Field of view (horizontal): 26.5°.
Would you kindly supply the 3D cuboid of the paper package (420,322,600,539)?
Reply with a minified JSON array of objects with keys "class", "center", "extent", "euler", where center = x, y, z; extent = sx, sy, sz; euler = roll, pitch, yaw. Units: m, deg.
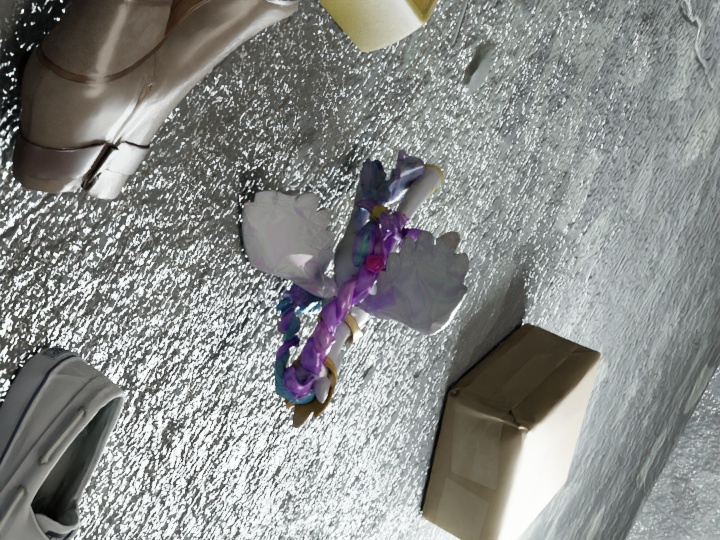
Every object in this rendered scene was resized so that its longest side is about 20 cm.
[{"class":"paper package","center":[0.169,0.187,1.704],"extent":[0.191,0.103,0.200],"euler":[-36,144,-46]}]

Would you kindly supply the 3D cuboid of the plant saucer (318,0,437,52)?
[{"class":"plant saucer","center":[0.037,-0.259,1.028],"extent":[0.200,0.048,0.200],"euler":[-61,157,-4]}]

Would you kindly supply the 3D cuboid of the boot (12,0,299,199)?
[{"class":"boot","center":[-0.116,-0.110,0.855],"extent":[0.200,0.070,0.146],"euler":[-6,126,-62]}]

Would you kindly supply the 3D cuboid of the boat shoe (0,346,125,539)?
[{"class":"boat shoe","center":[-0.204,0.148,0.931],"extent":[0.074,0.065,0.200],"euler":[0,114,-65]}]

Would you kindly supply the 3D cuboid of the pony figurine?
[{"class":"pony figurine","center":[0.000,0.000,1.129],"extent":[0.200,0.166,0.193],"euler":[-61,170,-46]}]
